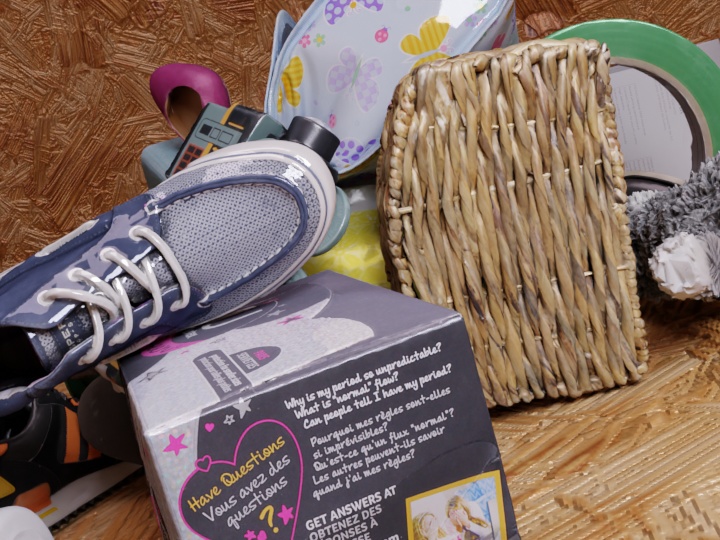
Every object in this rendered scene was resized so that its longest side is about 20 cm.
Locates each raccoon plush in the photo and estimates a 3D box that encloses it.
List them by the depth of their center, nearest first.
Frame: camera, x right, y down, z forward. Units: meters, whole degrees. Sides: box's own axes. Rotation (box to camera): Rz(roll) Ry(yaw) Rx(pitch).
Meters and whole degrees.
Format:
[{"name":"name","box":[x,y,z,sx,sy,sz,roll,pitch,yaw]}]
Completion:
[{"name":"raccoon plush","box":[0.181,-0.019,0.667,0.133,0.098,0.198,-16,-11,40]}]

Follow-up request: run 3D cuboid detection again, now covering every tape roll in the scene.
[{"name":"tape roll","box":[0.180,-0.080,0.781,0.197,0.204,0.048,-15,9,8]}]

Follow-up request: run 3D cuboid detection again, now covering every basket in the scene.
[{"name":"basket","box":[0.080,-0.031,0.647,0.140,0.203,0.149,-10,10,0]}]

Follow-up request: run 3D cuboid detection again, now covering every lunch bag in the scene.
[{"name":"lunch bag","box":[0.011,-0.139,0.754,0.201,0.127,0.169,-50,-9,6]}]

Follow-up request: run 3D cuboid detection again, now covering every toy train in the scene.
[{"name":"toy train","box":[-0.086,-0.005,0.624,0.113,0.202,0.085,25,-4,44]}]

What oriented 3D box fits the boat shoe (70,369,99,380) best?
[{"name":"boat shoe","box":[-0.144,0.006,0.726,0.200,0.075,0.075,-27,22,0]}]

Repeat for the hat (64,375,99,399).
[{"name":"hat","box":[-0.134,0.050,0.868,0.173,0.169,0.200,8,5,16]}]

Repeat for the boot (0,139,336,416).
[{"name":"boot","box":[-0.103,0.011,0.473,0.198,0.073,0.091,-26,15,16]}]

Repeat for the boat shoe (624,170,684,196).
[{"name":"boat shoe","box":[0.221,-0.046,0.955,0.200,0.074,0.063,5,48,50]}]

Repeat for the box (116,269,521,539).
[{"name":"box","box":[-0.032,0.078,0.476,0.130,0.117,0.200,-19,9,-14]}]

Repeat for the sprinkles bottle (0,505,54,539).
[{"name":"sprinkles bottle","box":[-0.238,0.163,0.486,0.197,0.069,0.068,-15,9,10]}]

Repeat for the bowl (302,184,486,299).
[{"name":"bowl","box":[0.000,0.000,0.762,0.197,0.110,0.200,-9,-6,-1]}]

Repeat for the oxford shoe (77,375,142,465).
[{"name":"oxford shoe","box":[-0.080,0.089,0.679,0.196,0.073,0.071,-4,-10,4]}]

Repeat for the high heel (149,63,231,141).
[{"name":"high heel","box":[-0.143,-0.116,0.870,0.095,0.068,0.199,-21,39,-36]}]

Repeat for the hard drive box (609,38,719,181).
[{"name":"hard drive box","box":[0.259,-0.121,1.034,0.198,0.158,0.076,-7,11,42]}]

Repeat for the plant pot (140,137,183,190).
[{"name":"plant pot","box":[-0.063,-0.021,0.939,0.193,0.199,0.200,-18,23,-15]}]

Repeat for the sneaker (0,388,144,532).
[{"name":"sneaker","box":[-0.195,0.104,0.695,0.069,0.091,0.200,-12,10,26]}]
